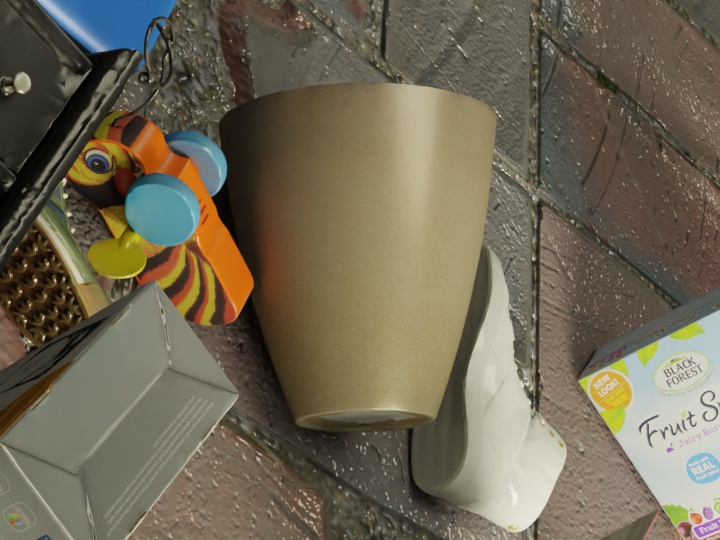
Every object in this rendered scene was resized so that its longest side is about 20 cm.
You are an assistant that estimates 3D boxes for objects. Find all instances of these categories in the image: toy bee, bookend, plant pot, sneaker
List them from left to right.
[{"bbox_3d":[-0.245,-0.101,1.090,0.199,0.092,0.201,50,56,-31],"label":"bookend"},{"bbox_3d":[-0.194,-0.048,1.239,0.201,0.067,0.090,54,40,-6],"label":"sneaker"},{"bbox_3d":[-0.139,-0.059,1.314,0.131,0.108,0.201,-33,119,-64],"label":"toy bee"},{"bbox_3d":[0.000,0.000,1.390,0.187,0.187,0.201,14,70,-48],"label":"plant pot"},{"bbox_3d":[0.096,0.089,1.532,0.115,0.073,0.201,33,53,-38],"label":"sneaker"}]

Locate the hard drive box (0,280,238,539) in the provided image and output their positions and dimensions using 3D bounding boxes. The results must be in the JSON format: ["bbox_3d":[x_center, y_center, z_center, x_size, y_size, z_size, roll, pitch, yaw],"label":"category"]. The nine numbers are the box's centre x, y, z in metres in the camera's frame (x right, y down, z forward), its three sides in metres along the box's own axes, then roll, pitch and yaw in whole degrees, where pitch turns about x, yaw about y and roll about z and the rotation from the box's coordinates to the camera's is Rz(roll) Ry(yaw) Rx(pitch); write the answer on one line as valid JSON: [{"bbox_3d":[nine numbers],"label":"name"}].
[{"bbox_3d":[-0.178,0.108,1.034,0.077,0.199,0.156,53,34,-10],"label":"hard drive box"}]

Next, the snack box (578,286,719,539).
[{"bbox_3d":[0.298,0.122,1.682,0.201,0.168,0.068,56,31,-7],"label":"snack box"}]

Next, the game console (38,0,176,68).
[{"bbox_3d":[-0.198,-0.244,1.310,0.200,0.118,0.171,41,70,-44],"label":"game console"}]

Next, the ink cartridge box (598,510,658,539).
[{"bbox_3d":[0.101,0.246,1.326,0.045,0.176,0.200,56,35,-9],"label":"ink cartridge box"}]
